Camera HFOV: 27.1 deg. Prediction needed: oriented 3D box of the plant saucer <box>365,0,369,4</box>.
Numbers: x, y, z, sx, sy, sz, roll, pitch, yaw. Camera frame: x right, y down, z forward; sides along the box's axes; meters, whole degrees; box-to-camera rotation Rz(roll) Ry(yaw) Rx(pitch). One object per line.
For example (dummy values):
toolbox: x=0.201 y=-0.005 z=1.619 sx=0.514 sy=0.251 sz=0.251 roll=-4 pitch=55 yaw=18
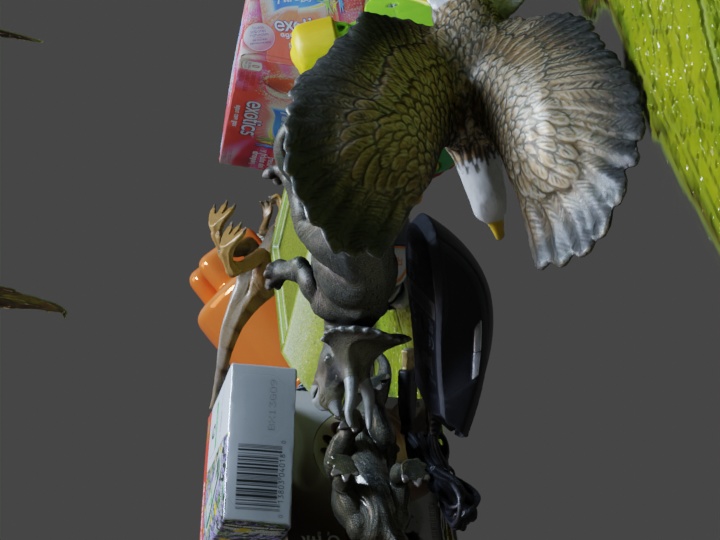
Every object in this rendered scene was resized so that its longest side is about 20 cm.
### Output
plant saucer: x=0.012 y=-0.160 z=1.203 sx=0.200 sy=0.031 sz=0.202 roll=-175 pitch=90 yaw=-81

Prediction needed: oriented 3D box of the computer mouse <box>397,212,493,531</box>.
computer mouse: x=0.056 y=0.055 z=0.972 sx=0.140 sy=0.046 sz=0.202 roll=-139 pitch=43 yaw=-74

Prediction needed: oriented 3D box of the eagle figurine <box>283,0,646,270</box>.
eagle figurine: x=0.055 y=-0.080 z=0.758 sx=0.152 sy=0.151 sz=0.200 roll=-44 pitch=7 yaw=15

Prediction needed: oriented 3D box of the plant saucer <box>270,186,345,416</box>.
plant saucer: x=-0.026 y=-0.032 z=1.089 sx=0.200 sy=0.048 sz=0.201 roll=-101 pitch=22 yaw=-55

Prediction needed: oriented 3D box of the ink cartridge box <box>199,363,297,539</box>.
ink cartridge box: x=-0.087 y=0.150 z=1.073 sx=0.200 sy=0.050 sz=0.110 roll=122 pitch=152 yaw=-65

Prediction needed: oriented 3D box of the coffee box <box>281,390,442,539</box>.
coffee box: x=-0.004 y=0.188 z=1.058 sx=0.201 sy=0.112 sz=0.080 roll=-94 pitch=13 yaw=-45

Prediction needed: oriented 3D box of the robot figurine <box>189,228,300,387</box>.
robot figurine: x=-0.072 y=0.059 z=1.388 sx=0.144 sy=0.200 sz=0.117 roll=-41 pitch=-3 yaw=23

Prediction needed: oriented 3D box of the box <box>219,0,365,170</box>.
box: x=-0.059 y=-0.167 z=1.247 sx=0.200 sy=0.094 sz=0.103 roll=116 pitch=162 yaw=-67

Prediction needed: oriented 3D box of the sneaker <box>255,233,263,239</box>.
sneaker: x=-0.053 y=-0.045 z=1.478 sx=0.074 sy=0.115 sz=0.202 roll=152 pitch=124 yaw=-81

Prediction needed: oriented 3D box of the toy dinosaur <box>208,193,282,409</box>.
toy dinosaur: x=-0.084 y=0.005 z=1.200 sx=0.060 sy=0.106 sz=0.201 roll=10 pitch=61 yaw=49

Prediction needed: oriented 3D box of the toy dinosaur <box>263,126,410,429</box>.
toy dinosaur: x=-0.009 y=-0.012 z=0.908 sx=0.102 sy=0.077 sz=0.201 roll=34 pitch=137 yaw=35

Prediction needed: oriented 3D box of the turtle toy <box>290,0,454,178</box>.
turtle toy: x=0.033 y=-0.120 z=0.962 sx=0.200 sy=0.145 sz=0.102 roll=-98 pitch=-5 yaw=-58

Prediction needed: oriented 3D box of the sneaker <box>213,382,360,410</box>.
sneaker: x=-0.051 y=0.116 z=1.270 sx=0.200 sy=0.078 sz=0.091 roll=29 pitch=-104 yaw=-55

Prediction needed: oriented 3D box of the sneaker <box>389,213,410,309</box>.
sneaker: x=0.000 y=0.000 z=1.235 sx=0.200 sy=0.078 sz=0.080 roll=113 pitch=154 yaw=-76

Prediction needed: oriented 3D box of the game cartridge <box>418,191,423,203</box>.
game cartridge: x=0.041 y=-0.183 z=1.211 sx=0.201 sy=0.032 sz=0.177 roll=-98 pitch=15 yaw=-50

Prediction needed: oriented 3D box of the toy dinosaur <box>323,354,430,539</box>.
toy dinosaur: x=0.003 y=0.135 z=0.982 sx=0.103 sy=0.076 sz=0.201 roll=100 pitch=156 yaw=-43
